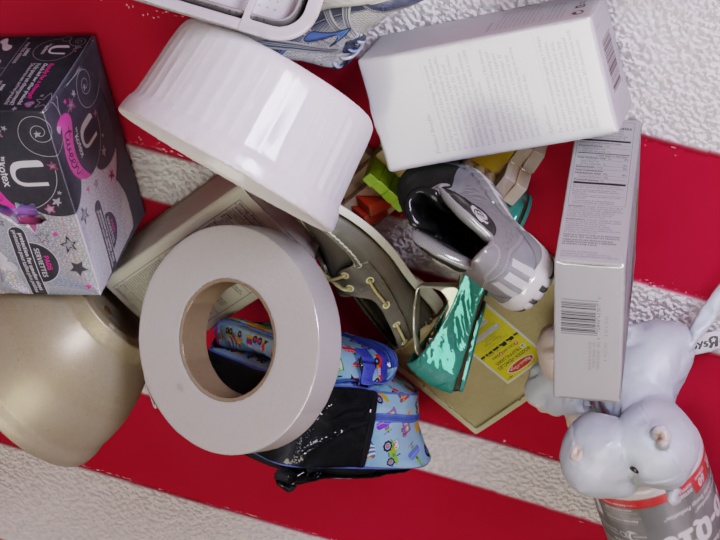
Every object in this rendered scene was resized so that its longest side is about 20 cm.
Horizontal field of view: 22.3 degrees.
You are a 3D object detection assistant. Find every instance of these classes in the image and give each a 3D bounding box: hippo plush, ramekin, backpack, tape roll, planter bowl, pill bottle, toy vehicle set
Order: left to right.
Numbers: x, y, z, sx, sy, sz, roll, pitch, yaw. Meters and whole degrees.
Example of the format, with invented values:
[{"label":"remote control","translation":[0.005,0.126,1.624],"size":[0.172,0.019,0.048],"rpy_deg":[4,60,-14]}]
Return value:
[{"label":"planter bowl","translation":[-0.274,0.066,1.732],"size":[0.135,0.200,0.200],"rpy_deg":[-38,111,17]},{"label":"tape roll","translation":[-0.107,0.060,1.591],"size":[0.202,0.037,0.204],"rpy_deg":[1,92,34]},{"label":"ramekin","translation":[-0.086,-0.121,1.484],"size":[0.200,0.200,0.098],"rpy_deg":[30,88,-8]},{"label":"backpack","translation":[-0.029,0.122,1.698],"size":[0.182,0.199,0.135],"rpy_deg":[17,99,52]},{"label":"toy vehicle set","translation":[0.131,0.063,1.697],"size":[0.124,0.027,0.200],"rpy_deg":[40,128,-15]},{"label":"hippo plush","translation":[0.247,0.136,1.610],"size":[0.199,0.161,0.160],"rpy_deg":[-11,140,10]},{"label":"pill bottle","translation":[0.289,0.241,1.733],"size":[0.113,0.114,0.201],"rpy_deg":[-8,125,23]}]

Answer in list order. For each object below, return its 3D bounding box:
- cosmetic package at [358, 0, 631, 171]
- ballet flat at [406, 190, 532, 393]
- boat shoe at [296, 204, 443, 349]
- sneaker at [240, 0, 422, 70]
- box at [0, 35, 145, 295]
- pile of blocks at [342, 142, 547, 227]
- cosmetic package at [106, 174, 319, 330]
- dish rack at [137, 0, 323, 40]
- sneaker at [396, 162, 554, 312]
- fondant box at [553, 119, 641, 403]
[{"label":"cosmetic package","translation":[0.110,-0.153,1.489],"size":[0.199,0.071,0.102],"rpy_deg":[-8,113,21]},{"label":"ballet flat","translation":[0.088,0.013,1.609],"size":[0.070,0.067,0.201],"rpy_deg":[19,108,-1]},{"label":"boat shoe","translation":[0.002,0.001,1.620],"size":[0.072,0.060,0.202],"rpy_deg":[30,169,45]},{"label":"sneaker","translation":[-0.016,-0.213,1.503],"size":[0.199,0.077,0.085],"rpy_deg":[-9,134,32]},{"label":"box","translation":[-0.282,-0.092,1.632],"size":[0.114,0.132,0.201],"rpy_deg":[0,128,17]},{"label":"pile of blocks","translation":[0.062,-0.082,1.579],"size":[0.199,0.062,0.082],"rpy_deg":[-13,123,25]},{"label":"cosmetic package","translation":[-0.132,-0.019,1.683],"size":[0.200,0.073,0.104],"rpy_deg":[-31,113,34]},{"label":"dish rack","translation":[-0.111,-0.268,1.435],"size":[0.199,0.172,0.044],"rpy_deg":[17,162,3]},{"label":"sneaker","translation":[0.066,-0.051,1.456],"size":[0.115,0.200,0.075],"rpy_deg":[29,99,-41]},{"label":"fondant box","translation":[0.195,-0.011,1.502],"size":[0.058,0.200,0.145],"rpy_deg":[5,129,11]}]
